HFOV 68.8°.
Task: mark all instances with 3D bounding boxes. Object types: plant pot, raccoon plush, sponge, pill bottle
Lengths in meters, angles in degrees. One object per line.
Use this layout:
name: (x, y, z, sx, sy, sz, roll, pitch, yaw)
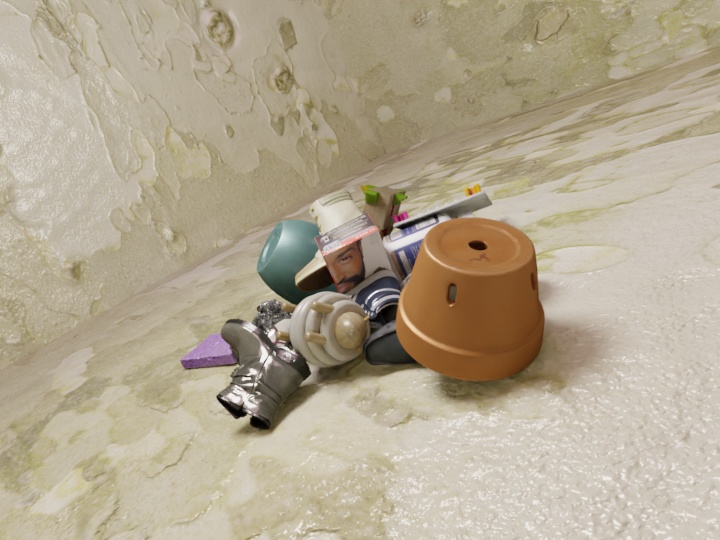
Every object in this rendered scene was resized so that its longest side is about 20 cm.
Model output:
plant pot: (-0.134, -0.021, 1.181, 0.201, 0.161, 0.201, -48, 26, 33)
plant pot: (0.148, 0.023, 0.690, 0.199, 0.140, 0.200, 0, 35, 0)
raccoon plush: (-0.177, 0.130, 1.070, 0.199, 0.097, 0.134, -13, 28, 35)
sponge: (-0.320, 0.180, 1.218, 0.199, 0.030, 0.112, -12, 21, 38)
pill bottle: (0.152, -0.054, 1.112, 0.199, 0.111, 0.111, -22, 16, 9)

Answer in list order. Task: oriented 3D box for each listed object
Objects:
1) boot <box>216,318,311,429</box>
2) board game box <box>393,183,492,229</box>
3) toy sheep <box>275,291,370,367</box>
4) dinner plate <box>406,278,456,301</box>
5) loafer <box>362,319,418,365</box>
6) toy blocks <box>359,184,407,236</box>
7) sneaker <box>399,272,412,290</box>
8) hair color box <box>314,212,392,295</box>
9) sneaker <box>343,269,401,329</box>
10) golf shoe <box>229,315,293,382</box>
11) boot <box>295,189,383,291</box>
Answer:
boot: (-0.191, 0.164, 0.861, 0.200, 0.068, 0.131, 24, 53, 29)
board game box: (0.185, -0.133, 1.166, 0.199, 0.026, 0.200, -19, -6, 18)
toy sheep: (-0.061, 0.097, 0.879, 0.138, 0.138, 0.200, -35, 21, -32)
dinner plate: (0.171, 0.011, 0.855, 0.199, 0.024, 0.200, -15, -27, -8)
loafer: (0.095, 0.101, 0.783, 0.200, 0.068, 0.070, -17, 10, 14)
toy blocks: (0.043, -0.113, 1.178, 0.100, 0.137, 0.200, 16, 16, 12)
sneaker: (0.160, 0.016, 1.000, 0.200, 0.075, 0.082, -31, -17, -6)
hair color box: (0.000, 0.000, 1.003, 0.111, 0.200, 0.064, -26, 43, -3)
sneaker: (-0.004, 0.091, 0.958, 0.200, 0.070, 0.109, -39, 37, 12)
golf shoe: (-0.148, 0.162, 0.964, 0.088, 0.077, 0.200, 4, 38, 26)
boot: (-0.071, -0.063, 1.072, 0.200, 0.072, 0.155, -36, 60, 1)
